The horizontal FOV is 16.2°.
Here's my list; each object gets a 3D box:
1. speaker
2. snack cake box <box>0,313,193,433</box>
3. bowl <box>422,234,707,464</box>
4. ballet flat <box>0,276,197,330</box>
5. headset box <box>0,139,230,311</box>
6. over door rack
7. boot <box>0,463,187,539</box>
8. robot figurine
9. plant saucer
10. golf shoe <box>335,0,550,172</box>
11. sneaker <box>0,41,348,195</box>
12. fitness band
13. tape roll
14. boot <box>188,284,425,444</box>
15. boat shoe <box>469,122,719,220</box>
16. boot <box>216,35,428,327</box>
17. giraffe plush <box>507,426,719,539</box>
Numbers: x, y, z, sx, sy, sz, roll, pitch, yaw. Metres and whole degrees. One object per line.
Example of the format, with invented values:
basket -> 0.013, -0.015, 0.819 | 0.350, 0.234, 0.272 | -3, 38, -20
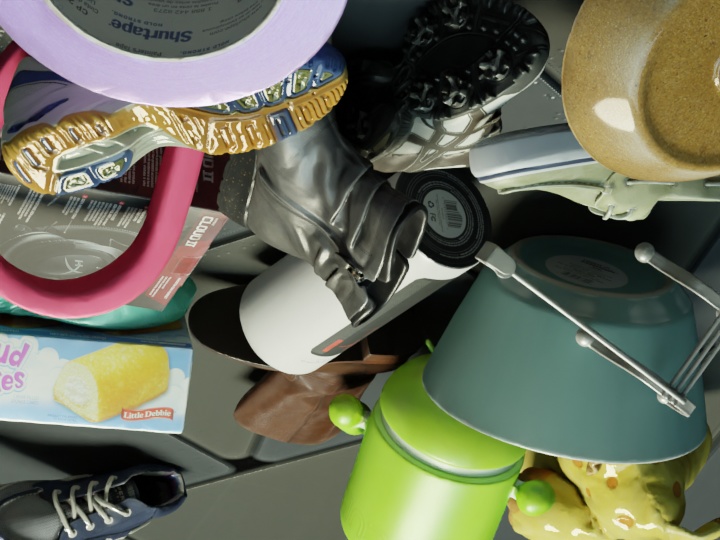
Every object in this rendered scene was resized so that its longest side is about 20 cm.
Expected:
speaker -> 0.000, 0.000, 1.722 | 0.081, 0.081, 0.200 | 16, 148, -30
snack cake box -> -0.223, 0.059, 1.785 | 0.200, 0.067, 0.115 | 5, -163, -10
bowl -> 0.149, 0.044, 1.725 | 0.201, 0.201, 0.105 | 6, 111, -13
ballet flat -> -0.208, 0.000, 1.736 | 0.200, 0.067, 0.070 | 3, 139, -12
headset box -> -0.179, -0.047, 1.626 | 0.200, 0.077, 0.149 | 8, 152, -19
over door rack -> 0.177, -0.019, 1.604 | 0.200, 0.148, 0.067 | 37, 177, -29
boot -> -0.232, 0.192, 2.073 | 0.090, 0.073, 0.200 | -26, 170, 30
robot figurine -> 0.055, 0.146, 1.848 | 0.175, 0.116, 0.200 | 25, 121, 10
plant saucer -> 0.209, -0.124, 1.419 | 0.200, 0.035, 0.200 | -15, 132, -18
golf shoe -> 0.061, -0.109, 1.523 | 0.094, 0.078, 0.200 | 14, 160, -34
sneaker -> -0.108, -0.111, 1.428 | 0.200, 0.088, 0.075 | -12, 140, 3
fitness band -> -0.169, -0.065, 1.520 | 0.144, 0.037, 0.200 | 9, 112, -22
tape roll -> -0.100, -0.181, 1.302 | 0.200, 0.066, 0.200 | 2, 132, 3
boot -> -0.068, 0.079, 1.899 | 0.186, 0.064, 0.200 | 8, 156, -20
boat shoe -> 0.160, -0.061, 1.502 | 0.200, 0.062, 0.072 | -7, -176, -22
boot -> -0.011, -0.069, 1.494 | 0.070, 0.132, 0.200 | -36, 152, -32
giraffe plush -> 0.182, 0.121, 1.900 | 0.172, 0.200, 0.162 | -18, 124, 0
